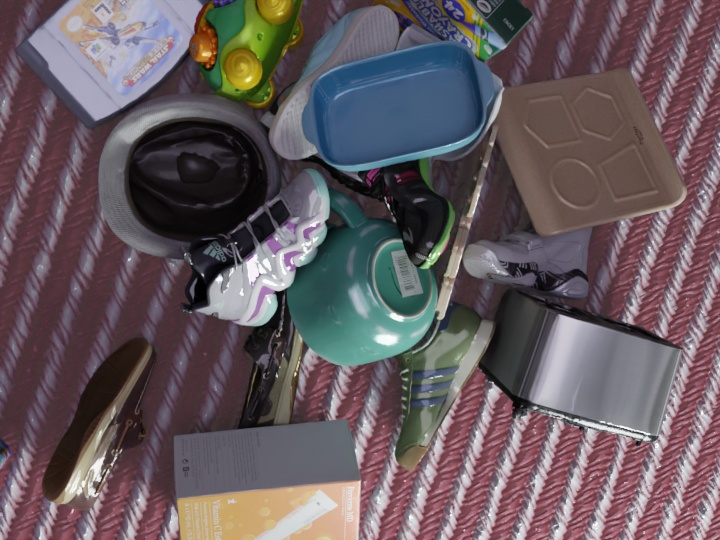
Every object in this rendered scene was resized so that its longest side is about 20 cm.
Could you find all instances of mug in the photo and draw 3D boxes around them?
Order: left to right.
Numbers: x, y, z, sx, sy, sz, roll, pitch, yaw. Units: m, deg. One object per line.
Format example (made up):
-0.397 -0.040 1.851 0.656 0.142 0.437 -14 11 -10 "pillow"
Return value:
0.000 0.011 1.123 0.184 0.114 0.153 38 57 -25 "mug"

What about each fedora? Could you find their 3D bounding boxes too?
-0.189 -0.107 1.124 0.197 0.090 0.180 -7 108 -17 "fedora"

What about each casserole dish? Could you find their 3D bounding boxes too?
0.039 -0.162 1.048 0.197 0.039 0.123 -12 67 8 "casserole dish"

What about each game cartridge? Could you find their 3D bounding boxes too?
-0.262 -0.260 1.138 0.200 0.042 0.133 -44 95 -4 "game cartridge"

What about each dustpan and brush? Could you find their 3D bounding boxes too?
0.084 -0.155 1.147 0.139 0.201 0.057 38 64 25 "dustpan and brush"

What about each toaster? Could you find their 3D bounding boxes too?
0.244 0.108 1.164 0.178 0.200 0.120 15 96 -9 "toaster"

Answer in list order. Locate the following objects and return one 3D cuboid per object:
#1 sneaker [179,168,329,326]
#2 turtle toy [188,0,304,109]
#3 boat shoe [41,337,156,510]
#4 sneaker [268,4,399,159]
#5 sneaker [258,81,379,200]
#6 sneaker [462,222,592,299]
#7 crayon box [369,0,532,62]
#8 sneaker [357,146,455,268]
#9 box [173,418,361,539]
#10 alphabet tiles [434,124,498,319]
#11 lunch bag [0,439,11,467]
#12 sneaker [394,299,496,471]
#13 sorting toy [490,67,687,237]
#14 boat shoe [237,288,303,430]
-0.124 -0.024 1.072 0.139 0.078 0.201 7 122 -42 "sneaker"
-0.119 -0.272 1.113 0.100 0.146 0.202 25 88 4 "turtle toy"
-0.278 0.175 1.158 0.072 0.072 0.202 35 76 -40 "boat shoe"
-0.037 -0.203 1.126 0.201 0.082 0.074 -51 119 -13 "sneaker"
-0.015 -0.141 1.168 0.199 0.074 0.080 31 83 -10 "sneaker"
0.197 -0.037 1.186 0.198 0.075 0.117 14 85 -40 "sneaker"
0.087 -0.272 1.106 0.126 0.200 0.052 45 75 -9 "crayon box"
0.039 -0.081 1.083 0.083 0.202 0.077 10 132 -30 "sneaker"
-0.104 0.251 1.146 0.197 0.098 0.126 -4 125 -9 "box"
0.114 -0.052 1.129 0.014 0.201 0.197 16 133 5 "alphabet tiles"
-0.485 0.234 1.078 0.199 0.151 0.095 -36 99 -5 "lunch bag"
0.074 0.126 1.210 0.089 0.067 0.202 30 91 1 "sneaker"
0.257 -0.137 1.189 0.197 0.037 0.187 -14 71 -20 "sorting toy"
-0.102 0.094 1.170 0.064 0.073 0.203 5 93 -14 "boat shoe"
